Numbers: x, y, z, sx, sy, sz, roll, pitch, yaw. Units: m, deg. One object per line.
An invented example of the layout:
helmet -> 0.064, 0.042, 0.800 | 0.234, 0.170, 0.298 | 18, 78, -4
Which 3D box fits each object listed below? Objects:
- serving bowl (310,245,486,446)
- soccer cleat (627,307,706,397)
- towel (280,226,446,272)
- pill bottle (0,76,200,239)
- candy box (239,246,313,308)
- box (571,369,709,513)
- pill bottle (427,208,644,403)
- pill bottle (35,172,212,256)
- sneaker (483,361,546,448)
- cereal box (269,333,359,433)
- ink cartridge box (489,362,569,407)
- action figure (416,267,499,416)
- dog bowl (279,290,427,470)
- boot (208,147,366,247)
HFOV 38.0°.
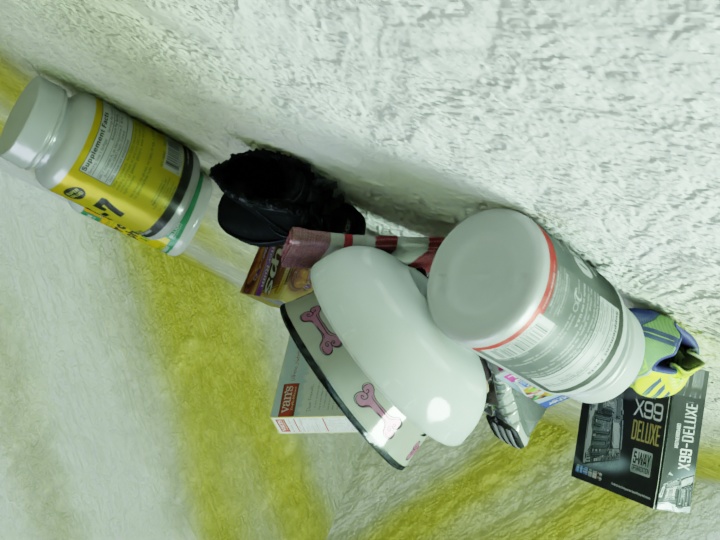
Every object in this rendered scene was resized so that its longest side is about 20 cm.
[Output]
serving bowl -> 0.046, 0.051, 0.905 | 0.200, 0.066, 0.200 | 47, -168, -13
soccer cleat -> 0.299, 0.090, 1.019 | 0.083, 0.066, 0.200 | 16, 170, 33
towel -> 0.023, -0.020, 1.013 | 0.196, 0.023, 0.144 | 2, 172, -9
pill bottle -> -0.287, -0.124, 1.155 | 0.198, 0.116, 0.114 | 28, 172, -31
candy box -> -0.087, -0.011, 1.332 | 0.056, 0.118, 0.199 | 25, 173, -20
box -> 0.327, 0.186, 1.238 | 0.049, 0.161, 0.200 | 9, 178, -15
pill bottle -> 0.155, 0.037, 0.884 | 0.113, 0.115, 0.199 | 16, 170, 45
pill bottle -> -0.295, -0.108, 1.304 | 0.198, 0.114, 0.112 | 26, 173, -21
sneaker -> 0.192, 0.119, 1.305 | 0.075, 0.115, 0.202 | 25, 149, 43
cereal box -> 0.004, 0.116, 1.200 | 0.196, 0.145, 0.040 | -4, 138, 19
ink cartridge box -> 0.232, 0.103, 1.176 | 0.118, 0.043, 0.199 | -27, 153, 19
action figure -> 0.092, 0.078, 1.098 | 0.201, 0.069, 0.131 | 56, -177, -46
dog bowl -> 0.008, 0.093, 1.032 | 0.201, 0.073, 0.200 | 52, -177, -4
boot -> -0.099, -0.073, 1.079 | 0.195, 0.075, 0.162 | 12, 171, 28
